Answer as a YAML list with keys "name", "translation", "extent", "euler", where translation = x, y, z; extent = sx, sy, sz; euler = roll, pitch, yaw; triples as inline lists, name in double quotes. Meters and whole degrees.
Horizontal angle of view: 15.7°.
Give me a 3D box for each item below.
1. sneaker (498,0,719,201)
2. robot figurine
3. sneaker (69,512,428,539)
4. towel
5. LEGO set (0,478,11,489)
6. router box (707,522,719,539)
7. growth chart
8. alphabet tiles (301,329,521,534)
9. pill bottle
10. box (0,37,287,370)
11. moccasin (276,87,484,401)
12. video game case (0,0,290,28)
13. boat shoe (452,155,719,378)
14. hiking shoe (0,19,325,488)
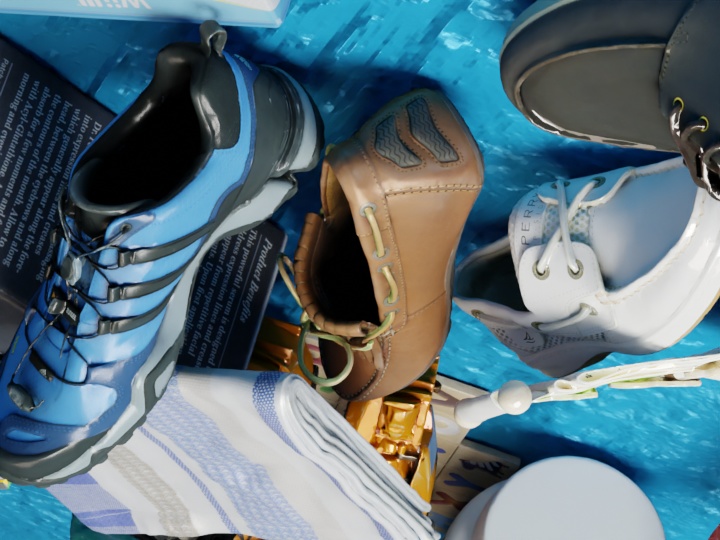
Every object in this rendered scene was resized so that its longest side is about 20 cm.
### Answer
- name: "sneaker"
  translation: [0.129, -0.045, 0.904]
  extent: [0.200, 0.106, 0.075]
  euler: [1, 150, 31]
- name: "robot figurine"
  translation: [-0.030, 0.118, 1.301]
  extent: [0.145, 0.058, 0.200]
  euler: [14, 124, 2]
- name: "sneaker"
  translation: [-0.072, 0.154, 1.405]
  extent: [0.199, 0.121, 0.084]
  euler: [9, 154, 17]
- name: "towel"
  translation: [-0.078, 0.082, 1.144]
  extent: [0.200, 0.024, 0.147]
  euler: [1, 149, 32]
- name: "LEGO set"
  translation: [-0.263, 0.046, 1.284]
  extent: [0.116, 0.154, 0.200]
  euler: [4, -178, -44]
- name: "router box"
  translation: [0.274, 0.136, 1.198]
  extent: [0.200, 0.049, 0.180]
  euler: [20, 141, -5]
- name: "growth chart"
  translation: [0.137, 0.042, 1.076]
  extent: [0.199, 0.018, 0.145]
  euler: [-8, 174, 1]
- name: "alphabet tiles"
  translation: [-0.001, 0.084, 1.368]
  extent: [0.167, 0.008, 0.200]
  euler: [20, 155, -3]
- name: "pill bottle"
  translation: [0.088, 0.173, 1.366]
  extent: [0.113, 0.113, 0.200]
  euler: [19, 156, -3]
- name: "box"
  translation: [-0.161, -0.007, 1.167]
  extent: [0.200, 0.107, 0.148]
  euler: [35, 149, -32]
- name: "moccasin"
  translation: [0.001, 0.001, 1.094]
  extent: [0.078, 0.074, 0.201]
  euler: [-23, 163, -18]
- name: "video game case"
  translation: [-0.123, -0.155, 0.948]
  extent: [0.143, 0.018, 0.200]
  euler: [5, 152, 24]
- name: "boat shoe"
  translation: [0.091, -0.005, 1.051]
  extent: [0.069, 0.071, 0.200]
  euler: [24, 156, -14]
- name: "hiking shoe"
  translation: [-0.102, -0.007, 1.036]
  extent: [0.074, 0.200, 0.087]
  euler: [34, -178, 34]
